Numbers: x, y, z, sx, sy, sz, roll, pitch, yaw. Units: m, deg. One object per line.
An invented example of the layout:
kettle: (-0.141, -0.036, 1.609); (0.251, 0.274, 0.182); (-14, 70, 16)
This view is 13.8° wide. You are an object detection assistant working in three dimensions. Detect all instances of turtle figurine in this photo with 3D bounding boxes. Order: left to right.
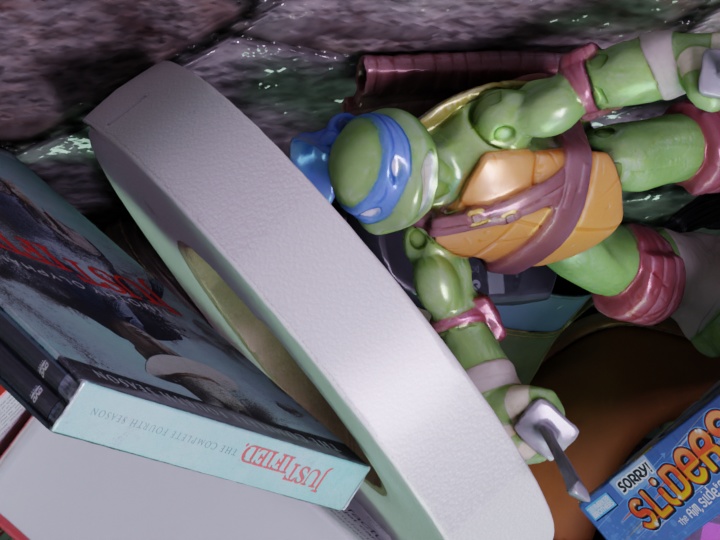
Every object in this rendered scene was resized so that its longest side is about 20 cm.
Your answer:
turtle figurine: (0.094, -0.005, 0.969); (0.200, 0.144, 0.194); (2, -178, 43)

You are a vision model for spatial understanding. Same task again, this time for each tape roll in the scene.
tape roll: (-0.014, 0.021, 0.968); (0.037, 0.203, 0.203); (-38, 162, -8)

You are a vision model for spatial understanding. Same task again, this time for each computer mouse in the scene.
computer mouse: (0.080, -0.015, 1.105); (0.200, 0.059, 0.034); (0, 177, -29)

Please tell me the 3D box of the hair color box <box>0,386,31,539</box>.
hair color box: (-0.134, 0.052, 1.123); (0.111, 0.064, 0.200); (-46, 164, -12)

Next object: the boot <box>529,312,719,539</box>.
boot: (0.085, 0.098, 1.260); (0.200, 0.156, 0.077); (2, 159, -23)

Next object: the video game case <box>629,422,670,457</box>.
video game case: (0.076, 0.093, 1.452); (0.200, 0.018, 0.143); (8, 155, -37)

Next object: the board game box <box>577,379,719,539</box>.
board game box: (0.179, 0.020, 1.069); (0.200, 0.034, 0.135); (-37, 174, -38)

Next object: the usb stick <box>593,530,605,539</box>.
usb stick: (0.140, 0.102, 1.338); (0.200, 0.055, 0.033); (-28, 130, -27)

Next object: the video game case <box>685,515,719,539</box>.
video game case: (0.228, 0.043, 1.089); (0.181, 0.036, 0.200); (-23, 165, -42)

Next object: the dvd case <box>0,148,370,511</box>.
dvd case: (-0.103, 0.002, 0.922); (0.146, 0.200, 0.022); (22, 105, -53)

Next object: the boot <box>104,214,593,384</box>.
boot: (0.000, 0.000, 1.128); (0.200, 0.075, 0.097); (27, 117, -41)

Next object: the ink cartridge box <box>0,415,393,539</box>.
ink cartridge box: (-0.035, 0.099, 1.116); (0.084, 0.144, 0.200); (-52, 166, 6)

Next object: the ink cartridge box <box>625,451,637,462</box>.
ink cartridge box: (0.092, 0.172, 1.373); (0.115, 0.068, 0.200); (-21, -159, 36)
